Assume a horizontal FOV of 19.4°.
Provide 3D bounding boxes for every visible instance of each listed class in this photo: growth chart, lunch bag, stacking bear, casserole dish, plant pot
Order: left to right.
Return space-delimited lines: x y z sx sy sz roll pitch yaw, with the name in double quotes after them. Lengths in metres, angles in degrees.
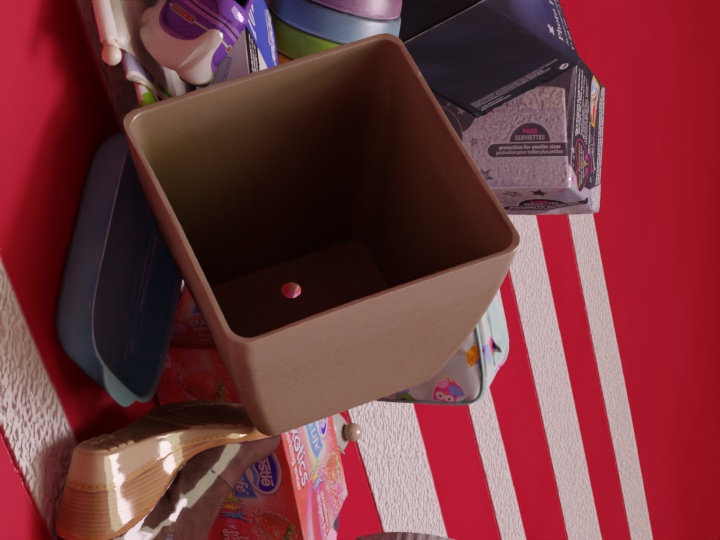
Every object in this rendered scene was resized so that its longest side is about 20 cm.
-0.162 -0.005 1.432 0.121 0.039 0.201 55 39 -58 "casserole dish"
-0.144 -0.148 1.442 0.200 0.018 0.145 52 22 -62 "growth chart"
-0.031 -0.007 1.411 0.177 0.199 0.200 94 -28 -54 "plant pot"
-0.029 -0.165 1.663 0.114 0.121 0.201 48 -56 56 "stacking bear"
0.048 0.022 1.842 0.077 0.160 0.201 -58 143 -55 "lunch bag"

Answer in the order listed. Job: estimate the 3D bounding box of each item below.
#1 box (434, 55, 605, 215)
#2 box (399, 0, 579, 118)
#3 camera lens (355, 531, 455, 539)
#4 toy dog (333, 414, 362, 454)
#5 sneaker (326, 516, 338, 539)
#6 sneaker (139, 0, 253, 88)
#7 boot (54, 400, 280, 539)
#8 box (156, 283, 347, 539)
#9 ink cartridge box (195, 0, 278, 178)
0.119 -0.124 1.978 0.115 0.199 0.133 28 64 -66 "box"
0.078 -0.266 1.842 0.198 0.123 0.201 19 50 -58 "box"
0.044 0.347 1.838 0.160 0.159 0.201 58 38 -57 "camera lens"
-0.029 0.082 1.721 0.200 0.096 0.133 41 53 -65 "toy dog"
-0.056 0.228 1.678 0.082 0.070 0.201 -24 112 -78 "sneaker"
-0.096 -0.200 1.446 0.081 0.083 0.200 38 25 -27 "sneaker"
-0.131 0.183 1.439 0.200 0.072 0.167 -13 110 -48 "boot"
-0.081 0.115 1.575 0.103 0.094 0.201 -60 145 -55 "box"
-0.089 -0.139 1.538 0.094 0.044 0.201 64 14 -52 "ink cartridge box"
